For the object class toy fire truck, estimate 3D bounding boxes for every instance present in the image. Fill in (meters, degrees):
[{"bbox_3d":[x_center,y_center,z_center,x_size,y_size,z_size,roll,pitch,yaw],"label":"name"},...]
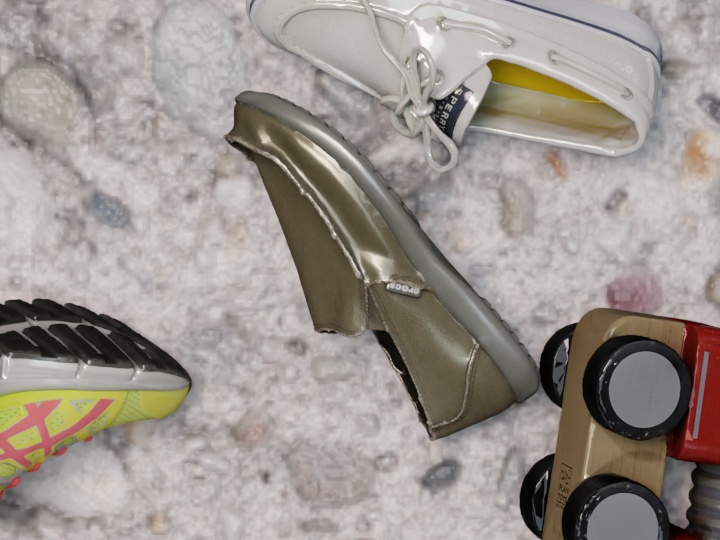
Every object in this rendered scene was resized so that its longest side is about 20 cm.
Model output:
[{"bbox_3d":[0.186,0.119,1.054,0.198,0.129,0.178,8,91,-13],"label":"toy fire truck"}]

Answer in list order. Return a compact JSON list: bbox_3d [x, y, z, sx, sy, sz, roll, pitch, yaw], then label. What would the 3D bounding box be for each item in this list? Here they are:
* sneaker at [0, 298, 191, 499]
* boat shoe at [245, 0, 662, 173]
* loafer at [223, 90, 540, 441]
[{"bbox_3d":[-0.170,0.068,1.036,0.199,0.078,0.091,-2,112,-36],"label":"sneaker"},{"bbox_3d":[0.041,-0.088,1.047,0.200,0.075,0.087,14,53,-7],"label":"boat shoe"},{"bbox_3d":[0.000,0.000,1.060,0.070,0.075,0.200,-42,92,-3],"label":"loafer"}]
